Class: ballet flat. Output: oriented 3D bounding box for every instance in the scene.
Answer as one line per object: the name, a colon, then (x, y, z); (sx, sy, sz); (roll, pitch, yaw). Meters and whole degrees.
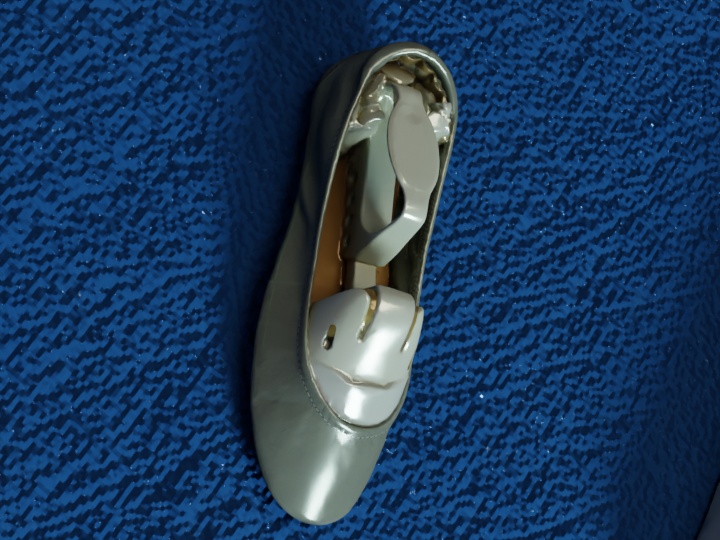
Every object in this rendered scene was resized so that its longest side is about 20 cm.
ballet flat: (0.000, 0.000, 0.905); (0.067, 0.064, 0.202); (20, 68, -30)

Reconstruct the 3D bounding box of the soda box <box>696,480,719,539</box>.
soda box: (0.197, 0.125, 1.014); (0.068, 0.063, 0.201); (40, 59, -21)
